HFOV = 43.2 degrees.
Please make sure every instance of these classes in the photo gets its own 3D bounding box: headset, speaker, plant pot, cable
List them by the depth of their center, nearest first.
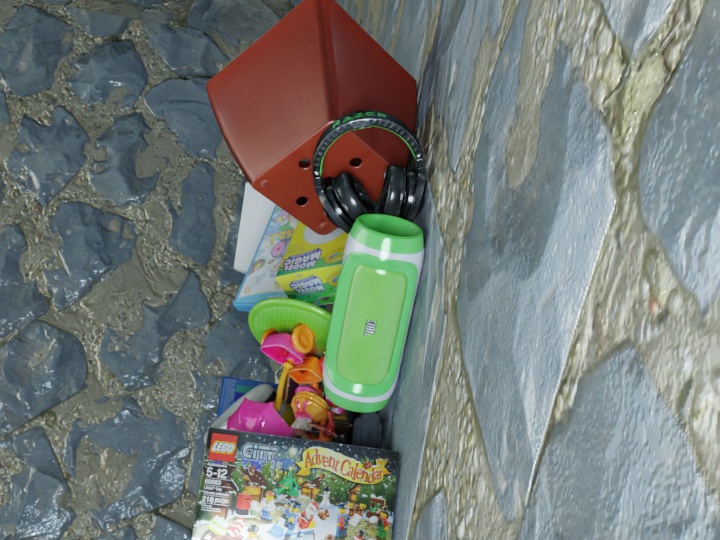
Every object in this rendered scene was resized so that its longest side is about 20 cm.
[{"bbox_3d":[0.012,0.046,0.977,0.089,0.087,0.203,-100,20,-69],"label":"speaker"},{"bbox_3d":[0.014,-0.083,1.018,0.094,0.122,0.203,-94,-6,-62],"label":"headset"},{"bbox_3d":[-0.009,0.252,1.028,0.164,0.050,0.202,101,173,-56],"label":"cable"},{"bbox_3d":[-0.048,-0.167,1.096,0.199,0.199,0.178,-32,47,25],"label":"plant pot"}]

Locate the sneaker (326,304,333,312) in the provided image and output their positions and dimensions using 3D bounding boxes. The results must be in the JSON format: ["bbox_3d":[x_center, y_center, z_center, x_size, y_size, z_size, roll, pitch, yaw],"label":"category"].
[{"bbox_3d":[-0.035,-0.036,1.478,0.147,0.079,0.203,-97,17,-69],"label":"sneaker"}]

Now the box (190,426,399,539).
[{"bbox_3d":[-0.066,0.240,0.912,0.038,0.197,0.139,120,157,-73],"label":"box"}]

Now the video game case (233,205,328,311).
[{"bbox_3d":[-0.080,-0.032,1.238,0.018,0.141,0.202,53,-133,-45],"label":"video game case"}]

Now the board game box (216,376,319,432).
[{"bbox_3d":[-0.135,0.255,1.462,0.153,0.197,0.045,-87,9,-45],"label":"board game box"}]

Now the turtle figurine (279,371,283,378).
[{"bbox_3d":[-0.083,0.109,1.487,0.200,0.099,0.152,-70,-27,-68],"label":"turtle figurine"}]

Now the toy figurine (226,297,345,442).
[{"bbox_3d":[-0.079,0.166,1.066,0.149,0.200,0.186,-11,44,39],"label":"toy figurine"}]

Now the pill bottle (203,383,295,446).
[{"bbox_3d":[-0.098,0.252,1.152,0.112,0.201,0.112,-39,5,4],"label":"pill bottle"}]

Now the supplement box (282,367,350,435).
[{"bbox_3d":[-0.058,0.176,1.295,0.200,0.109,0.087,122,156,-73],"label":"supplement box"}]

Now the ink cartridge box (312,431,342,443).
[{"bbox_3d":[-0.103,0.338,1.324,0.145,0.143,0.203,174,104,-82],"label":"ink cartridge box"}]

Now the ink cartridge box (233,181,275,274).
[{"bbox_3d":[-0.116,-0.074,1.485,0.200,0.083,0.148,-19,-59,-65],"label":"ink cartridge box"}]

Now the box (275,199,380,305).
[{"bbox_3d":[-0.032,-0.036,1.142,0.049,0.116,0.202,56,-145,-37],"label":"box"}]
